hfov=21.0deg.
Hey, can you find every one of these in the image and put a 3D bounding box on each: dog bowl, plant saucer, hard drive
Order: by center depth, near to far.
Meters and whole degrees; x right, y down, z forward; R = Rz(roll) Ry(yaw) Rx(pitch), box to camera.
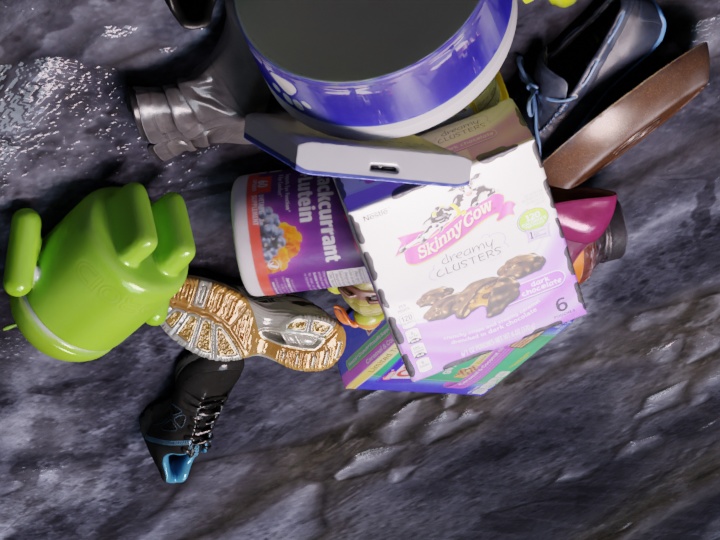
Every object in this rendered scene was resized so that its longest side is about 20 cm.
[{"bbox_3d":[0.011,-0.199,1.423,0.200,0.200,0.079,-22,150,5],"label":"dog bowl"},{"bbox_3d":[-0.007,-0.094,1.494,0.132,0.025,0.200,4,-171,-15],"label":"hard drive"},{"bbox_3d":[0.243,-0.134,1.767,0.200,0.035,0.200,-36,174,-4],"label":"plant saucer"}]

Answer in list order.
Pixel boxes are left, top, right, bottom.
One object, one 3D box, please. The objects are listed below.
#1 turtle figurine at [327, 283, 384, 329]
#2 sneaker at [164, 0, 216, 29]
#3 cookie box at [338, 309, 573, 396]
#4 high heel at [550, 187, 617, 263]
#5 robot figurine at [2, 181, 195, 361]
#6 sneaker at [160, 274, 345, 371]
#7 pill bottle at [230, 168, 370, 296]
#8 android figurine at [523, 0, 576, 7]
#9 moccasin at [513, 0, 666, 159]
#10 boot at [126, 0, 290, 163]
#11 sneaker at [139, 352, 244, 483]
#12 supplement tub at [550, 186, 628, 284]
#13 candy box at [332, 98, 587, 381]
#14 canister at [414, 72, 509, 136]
[{"bbox_3d":[0.000,0.000,1.864,0.064,0.200,0.161,-50,151,-43],"label":"turtle figurine"},{"bbox_3d":[-0.107,-0.253,1.379,0.071,0.080,0.200,-9,150,-18],"label":"sneaker"},{"bbox_3d":[0.096,0.059,2.068,0.200,0.075,0.171,7,143,-38],"label":"cookie box"},{"bbox_3d":[0.138,-0.078,1.824,0.200,0.067,0.096,23,122,-14],"label":"high heel"},{"bbox_3d":[-0.232,0.005,1.723,0.175,0.116,0.200,12,139,-43],"label":"robot figurine"},{"bbox_3d":[-0.116,0.048,1.919,0.200,0.088,0.076,18,103,-19],"label":"sneaker"},{"bbox_3d":[-0.009,-0.043,1.741,0.200,0.112,0.111,-8,153,6],"label":"pill bottle"},{"bbox_3d":[0.158,-0.280,1.542,0.182,0.041,0.200,-28,151,16],"label":"android figurine"},{"bbox_3d":[0.178,-0.177,1.719,0.068,0.081,0.200,20,119,-44],"label":"moccasin"},{"bbox_3d":[-0.127,-0.151,1.569,0.131,0.070,0.200,-12,147,-3],"label":"boot"},{"bbox_3d":[-0.169,0.150,2.057,0.073,0.082,0.200,0,145,-29],"label":"sneaker"},{"bbox_3d":[0.160,-0.027,1.925,0.200,0.107,0.107,-13,151,-13],"label":"supplement tub"},{"bbox_3d":[0.085,-0.024,1.656,0.168,0.072,0.200,-22,128,0],"label":"candy box"},{"bbox_3d":[0.037,-0.169,1.616,0.148,0.087,0.200,-20,151,5],"label":"canister"}]
